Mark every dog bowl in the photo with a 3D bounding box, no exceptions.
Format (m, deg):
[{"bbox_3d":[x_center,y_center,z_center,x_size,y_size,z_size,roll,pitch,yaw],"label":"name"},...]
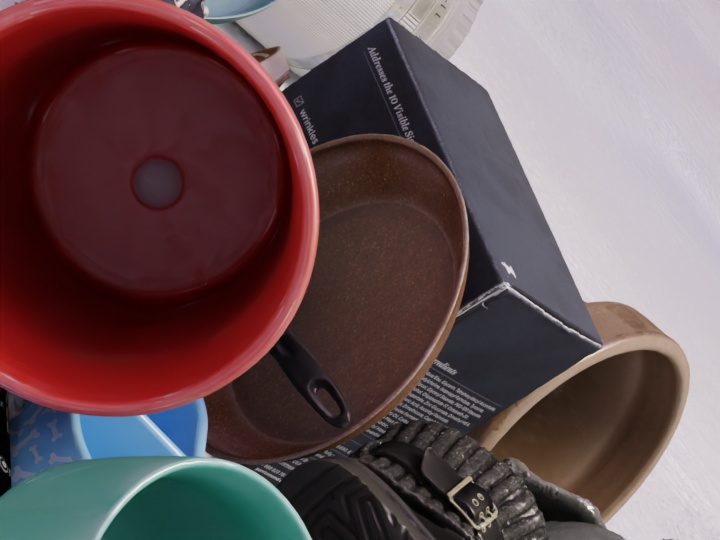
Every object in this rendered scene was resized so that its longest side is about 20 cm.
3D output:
[{"bbox_3d":[-0.126,0.085,1.488,0.111,0.050,0.200,48,21,-22],"label":"dog bowl"}]

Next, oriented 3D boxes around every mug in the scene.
[{"bbox_3d":[-0.116,0.153,1.269,0.185,0.114,0.152,18,74,-44],"label":"mug"}]

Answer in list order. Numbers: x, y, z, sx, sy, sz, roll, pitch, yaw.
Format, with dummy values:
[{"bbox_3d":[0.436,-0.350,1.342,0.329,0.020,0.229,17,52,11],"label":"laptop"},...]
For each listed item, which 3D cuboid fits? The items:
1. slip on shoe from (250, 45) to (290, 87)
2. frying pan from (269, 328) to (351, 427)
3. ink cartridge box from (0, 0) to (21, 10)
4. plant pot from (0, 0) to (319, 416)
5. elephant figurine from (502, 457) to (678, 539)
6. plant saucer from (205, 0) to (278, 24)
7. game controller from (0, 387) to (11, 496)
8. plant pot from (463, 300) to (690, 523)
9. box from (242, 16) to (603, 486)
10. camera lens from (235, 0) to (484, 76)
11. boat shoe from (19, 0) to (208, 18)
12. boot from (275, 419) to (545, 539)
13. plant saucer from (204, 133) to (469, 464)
[{"bbox_3d":[-0.083,-0.096,1.797,0.200,0.076,0.061,-175,-110,-76],"label":"slip on shoe"},{"bbox_3d":[-0.050,0.006,1.581,0.190,0.115,0.031,26,-22,26],"label":"frying pan"},{"bbox_3d":[-0.174,-0.106,1.634,0.200,0.086,0.148,21,39,-56],"label":"ink cartridge box"},{"bbox_3d":[-0.110,-0.039,1.428,0.201,0.200,0.177,54,8,-3],"label":"plant pot"},{"bbox_3d":[0.094,0.182,1.713,0.200,0.141,0.155,33,-44,58],"label":"elephant figurine"},{"bbox_3d":[-0.133,-0.225,1.903,0.200,0.027,0.200,16,45,-16],"label":"plant saucer"},{"bbox_3d":[-0.195,0.068,1.365,0.104,0.042,0.200,42,24,-34],"label":"game controller"},{"bbox_3d":[0.073,0.066,1.823,0.175,0.200,0.200,46,12,31],"label":"plant pot"},{"bbox_3d":[0.000,0.000,1.705,0.124,0.197,0.200,29,32,-52],"label":"box"},{"bbox_3d":[-0.029,-0.227,2.068,0.200,0.160,0.160,39,25,-40],"label":"camera lens"},{"bbox_3d":[-0.111,-0.128,1.603,0.093,0.075,0.200,61,27,-4],"label":"boat shoe"},{"bbox_3d":[0.054,0.167,1.502,0.211,0.079,0.158,56,20,12],"label":"boot"},{"bbox_3d":[-0.017,0.021,1.593,0.037,0.200,0.201,40,24,-41],"label":"plant saucer"}]
